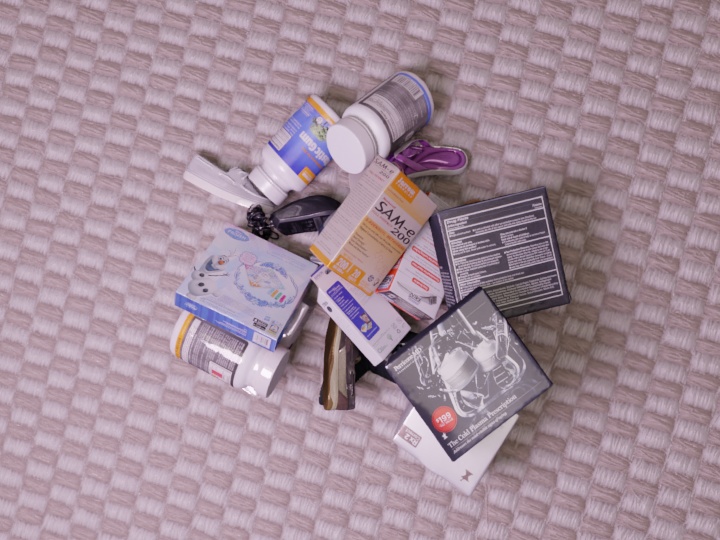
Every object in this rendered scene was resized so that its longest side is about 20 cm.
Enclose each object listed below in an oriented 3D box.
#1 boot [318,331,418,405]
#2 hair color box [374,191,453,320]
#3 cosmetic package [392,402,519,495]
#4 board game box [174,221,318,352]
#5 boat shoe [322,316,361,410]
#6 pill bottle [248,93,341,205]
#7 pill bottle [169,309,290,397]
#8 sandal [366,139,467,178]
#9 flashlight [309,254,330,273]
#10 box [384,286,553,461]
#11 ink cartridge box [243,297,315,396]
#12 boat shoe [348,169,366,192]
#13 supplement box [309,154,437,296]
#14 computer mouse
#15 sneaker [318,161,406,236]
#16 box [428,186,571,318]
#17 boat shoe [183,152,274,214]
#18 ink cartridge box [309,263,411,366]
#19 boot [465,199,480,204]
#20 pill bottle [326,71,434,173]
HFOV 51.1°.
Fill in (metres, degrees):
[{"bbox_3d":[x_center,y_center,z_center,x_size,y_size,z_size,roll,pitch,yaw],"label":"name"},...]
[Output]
[{"bbox_3d":[0.026,0.191,1.428,0.165,0.076,0.204,23,86,10],"label":"boot"},{"bbox_3d":[0.117,-0.025,1.381,0.110,0.064,0.204,31,71,-22],"label":"hair color box"},{"bbox_3d":[0.170,0.264,1.350,0.163,0.200,0.167,33,93,5],"label":"cosmetic package"},{"bbox_3d":[-0.201,0.026,1.359,0.196,0.201,0.044,25,137,3],"label":"board game box"},{"bbox_3d":[-0.031,0.158,1.373,0.063,0.073,0.205,12,67,-15],"label":"boat shoe"},{"bbox_3d":[-0.117,-0.225,1.432,0.112,0.112,0.200,43,94,5],"label":"pill bottle"},{"bbox_3d":[-0.233,0.141,1.354,0.197,0.116,0.119,27,92,7],"label":"pill bottle"},{"bbox_3d":[0.107,-0.216,1.414,0.197,0.050,0.084,-6,59,-11],"label":"sandal"},{"bbox_3d":[0.000,0.000,1.436,0.195,0.069,0.069,12,125,2],"label":"flashlight"},{"bbox_3d":[0.168,0.160,1.195,0.199,0.104,0.184,-38,87,5],"label":"box"},{"bbox_3d":[-0.200,0.115,1.452,0.143,0.084,0.203,31,93,6],"label":"ink cartridge box"},{"bbox_3d":[0.020,-0.128,1.443,0.073,0.093,0.205,-4,61,10],"label":"boat shoe"},{"bbox_3d":[0.024,-0.074,1.291,0.202,0.125,0.073,-53,42,4],"label":"supplement box"},{"bbox_3d":[-0.118,-0.110,1.438,0.194,0.139,0.054,-7,71,-2],"label":"computer mouse"},{"bbox_3d":[-0.001,-0.123,1.343,0.199,0.082,0.070,-39,60,-9],"label":"sneaker"},{"bbox_3d":[0.237,-0.023,1.306,0.195,0.123,0.204,-13,92,-3],"label":"box"},{"bbox_3d":[-0.251,-0.171,1.474,0.196,0.072,0.070,25,93,15],"label":"boat shoe"},{"bbox_3d":[-0.005,0.065,1.367,0.201,0.039,0.099,50,53,0],"label":"ink cartridge box"},{"bbox_3d":[0.246,-0.040,1.408,0.072,0.075,0.204,-21,86,7],"label":"boot"},{"bbox_3d":[0.035,-0.268,1.371,0.114,0.114,0.199,46,59,4],"label":"pill bottle"}]
